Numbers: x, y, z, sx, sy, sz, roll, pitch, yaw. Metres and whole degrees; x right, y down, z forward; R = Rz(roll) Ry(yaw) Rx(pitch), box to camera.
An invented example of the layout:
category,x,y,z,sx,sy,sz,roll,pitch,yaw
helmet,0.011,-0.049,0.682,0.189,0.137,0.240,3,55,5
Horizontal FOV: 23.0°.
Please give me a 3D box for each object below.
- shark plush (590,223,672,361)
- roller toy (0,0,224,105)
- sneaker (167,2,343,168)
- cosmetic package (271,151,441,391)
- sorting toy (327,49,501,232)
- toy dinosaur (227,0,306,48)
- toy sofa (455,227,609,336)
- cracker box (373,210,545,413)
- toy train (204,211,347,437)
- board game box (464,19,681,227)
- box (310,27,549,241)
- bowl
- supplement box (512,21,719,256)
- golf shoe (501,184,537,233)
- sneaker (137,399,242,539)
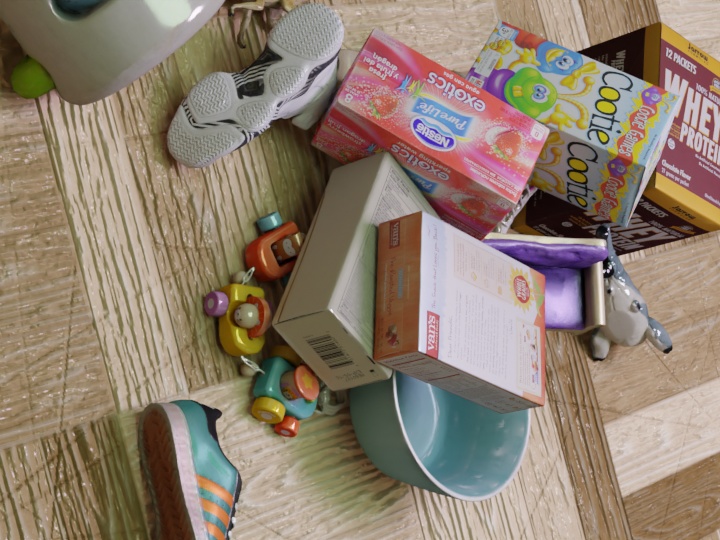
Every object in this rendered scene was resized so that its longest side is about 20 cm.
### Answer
category,x,y,z,sx,sy,sz,roll,pitch,yaw
shark plush,0.278,0.023,1.970,0.200,0.090,0.084,51,34,-41
roller toy,-0.212,-0.244,1.481,0.140,0.181,0.200,54,48,-19
sneaker,-0.091,-0.155,1.651,0.200,0.115,0.075,-43,74,-9
cosmetic package,0.000,0.000,1.646,0.104,0.073,0.201,50,42,-30
sorting toy,0.058,-0.126,1.800,0.198,0.036,0.187,5,75,-31
toy dinosaur,-0.078,-0.265,1.716,0.199,0.058,0.102,1,77,-46
toy sofa,0.152,0.014,1.792,0.198,0.098,0.084,4,75,-18
cracker box,0.095,0.042,1.647,0.199,0.057,0.135,26,59,-45
toy train,-0.064,0.050,1.643,0.150,0.055,0.202,-26,98,-46
board game box,0.203,-0.148,1.771,0.198,0.103,0.105,24,57,11
box,0.066,-0.129,1.706,0.199,0.103,0.095,30,63,-6
bowl,0.064,0.127,1.717,0.200,0.104,0.203,14,70,-43
supplement box,0.289,-0.135,1.952,0.132,0.199,0.199,24,62,-39
golf shoe,0.154,-0.093,1.881,0.075,0.091,0.201,40,57,-31
sneaker,-0.133,0.209,1.516,0.079,0.071,0.202,-2,79,-41
